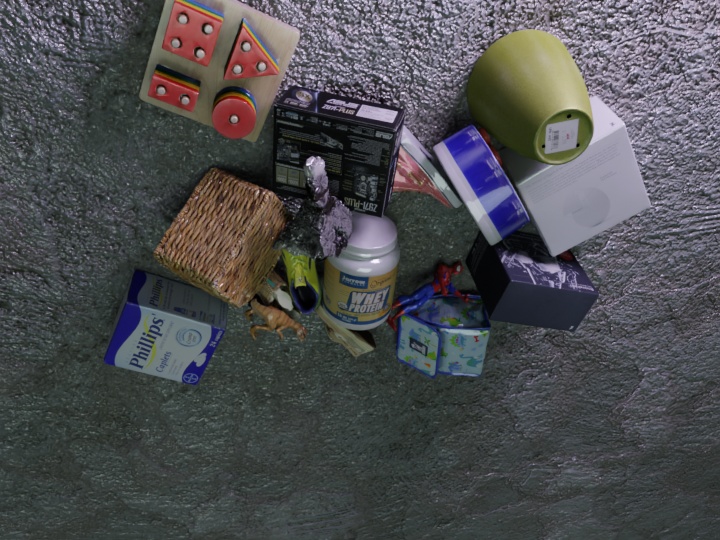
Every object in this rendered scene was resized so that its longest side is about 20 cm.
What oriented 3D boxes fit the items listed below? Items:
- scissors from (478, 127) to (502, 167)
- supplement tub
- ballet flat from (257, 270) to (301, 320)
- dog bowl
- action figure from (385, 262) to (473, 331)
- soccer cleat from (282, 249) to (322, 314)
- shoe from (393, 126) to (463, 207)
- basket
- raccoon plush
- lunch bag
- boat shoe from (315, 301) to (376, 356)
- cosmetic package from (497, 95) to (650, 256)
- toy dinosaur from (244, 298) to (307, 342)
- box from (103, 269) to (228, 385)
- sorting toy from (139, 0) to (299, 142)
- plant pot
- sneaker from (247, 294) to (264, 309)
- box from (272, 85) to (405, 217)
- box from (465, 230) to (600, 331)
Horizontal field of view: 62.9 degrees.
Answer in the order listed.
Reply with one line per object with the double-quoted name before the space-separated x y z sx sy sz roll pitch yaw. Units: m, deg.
"scissors" 0.250 -0.199 1.080 0.014 0.073 0.200 -31 160 14
"supplement tub" 0.000 0.000 1.145 0.144 0.145 0.201 -1 129 -8
"ballet flat" -0.158 0.072 1.198 0.071 0.065 0.200 -48 148 -12
"dog bowl" 0.209 -0.148 1.022 0.079 0.201 0.200 -31 127 13
"action figure" 0.152 0.060 1.224 0.200 0.099 0.065 -40 140 -11
"soccer cleat" -0.119 -0.009 1.140 0.064 0.084 0.201 -11 113 10
"shoe" 0.098 -0.169 1.075 0.091 0.072 0.200 -36 121 21
"basket" -0.233 -0.055 1.046 0.148 0.201 0.143 23 167 24
"raccoon plush" -0.093 -0.103 0.978 0.133 0.097 0.201 14 122 32
"lunch bag" 0.181 0.147 1.317 0.199 0.128 0.171 4 132 4
"boat shoe" -0.044 0.131 1.296 0.065 0.072 0.200 -33 132 16
"cosmetic package" 0.391 -0.170 1.084 0.199 0.123 0.200 -29 129 14
"toy dinosaur" -0.181 0.086 1.144 0.106 0.061 0.200 -20 147 24
"box" -0.397 0.122 1.207 0.199 0.105 0.184 19 123 -22
"sorting toy" -0.220 -0.307 0.906 0.198 0.070 0.200 17 124 -22
"plant pot" 0.287 -0.257 0.945 0.186 0.201 0.188 -5 130 -5
"sneaker" -0.243 0.021 1.180 0.074 0.088 0.200 -57 145 -2
"box" -0.039 -0.196 0.977 0.199 0.086 0.165 13 129 7
"box" 0.340 0.014 1.188 0.199 0.183 0.105 8 128 -16
